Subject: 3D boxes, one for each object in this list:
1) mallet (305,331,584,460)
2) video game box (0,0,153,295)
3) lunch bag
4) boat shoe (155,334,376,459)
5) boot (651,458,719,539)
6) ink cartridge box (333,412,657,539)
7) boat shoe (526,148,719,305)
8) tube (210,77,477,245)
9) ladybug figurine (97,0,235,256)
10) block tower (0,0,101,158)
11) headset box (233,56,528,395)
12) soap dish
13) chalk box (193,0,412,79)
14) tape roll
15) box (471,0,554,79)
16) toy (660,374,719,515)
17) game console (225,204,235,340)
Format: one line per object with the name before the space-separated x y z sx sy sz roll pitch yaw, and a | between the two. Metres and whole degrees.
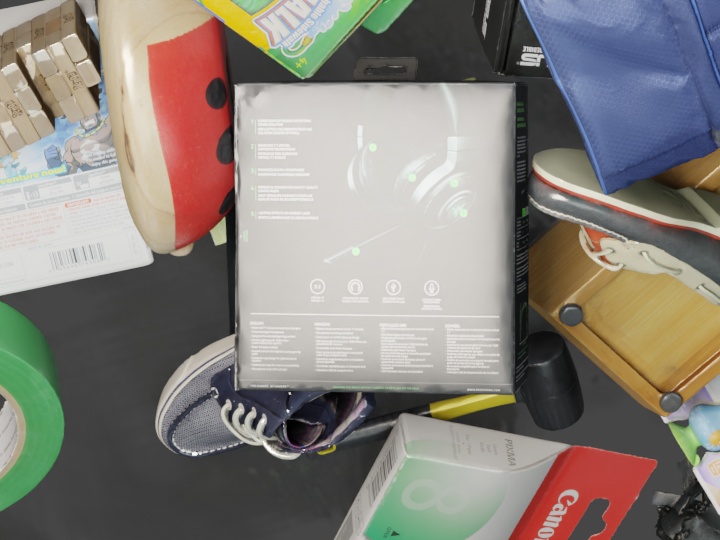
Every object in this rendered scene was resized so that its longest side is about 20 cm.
mallet | 0.055 0.090 1.742 0.198 0.041 0.066 -10 123 1
video game box | -0.246 -0.070 1.585 0.198 0.047 0.183 -11 124 -3
lunch bag | 0.167 -0.150 1.451 0.132 0.136 0.201 -24 123 7
boat shoe | -0.066 0.090 1.656 0.075 0.093 0.200 34 126 -27
boot | 0.325 0.178 1.818 0.198 0.073 0.163 32 109 -17
ink cartridge box | 0.093 0.183 1.777 0.199 0.050 0.161 13 132 -15
boat shoe | 0.175 -0.024 1.560 0.199 0.071 0.063 14 117 -39
tube | -0.013 -0.074 1.625 0.199 0.052 0.058 -18 88 5
ladybug figurine | -0.114 -0.103 1.531 0.071 0.136 0.201 -6 117 1
block tower | -0.249 -0.090 1.514 0.199 0.058 0.054 -25 119 7
headset box | 0.014 -0.029 1.522 0.173 0.093 0.202 0 94 9
soap dish | 0.219 -0.006 1.683 0.200 0.081 0.157 -42 119 14
chalk box | -0.041 -0.209 1.489 0.199 0.124 0.125 33 111 -25
tape roll | -0.296 0.094 1.646 0.199 0.048 0.201 -8 137 -8
box | 0.182 -0.206 1.552 0.198 0.086 0.165 3 121 -12
toy | 0.303 0.072 1.730 0.199 0.047 0.116 -33 82 14
game console | 0.000 0.000 1.652 0.175 0.031 0.201 2 134 1
